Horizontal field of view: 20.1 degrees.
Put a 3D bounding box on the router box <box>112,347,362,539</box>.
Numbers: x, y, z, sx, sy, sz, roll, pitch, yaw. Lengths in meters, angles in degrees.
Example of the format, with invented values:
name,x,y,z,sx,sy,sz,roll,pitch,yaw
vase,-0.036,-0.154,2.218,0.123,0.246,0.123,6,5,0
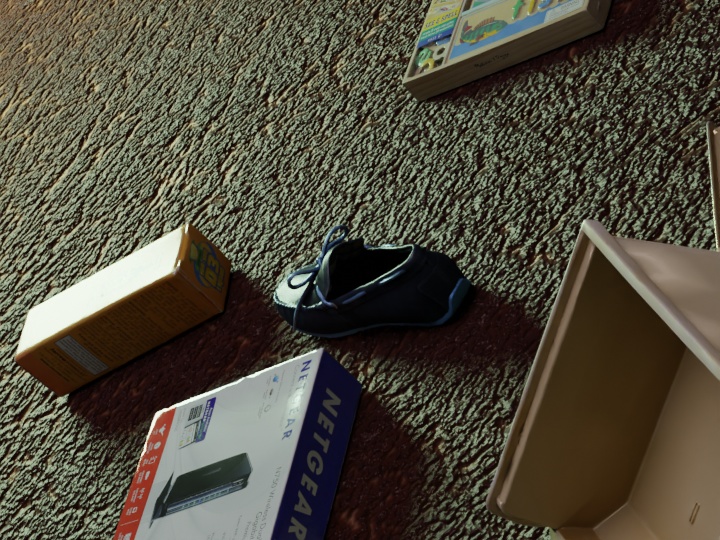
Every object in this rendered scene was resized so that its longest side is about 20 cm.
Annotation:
name,x,y,z,sx,sy,sz,roll,pitch,yaw
router box,-0.098,0.169,1.477,0.179,0.049,0.200,-23,36,35

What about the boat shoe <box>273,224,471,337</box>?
name,x,y,z,sx,sy,sz,roll,pitch,yaw
boat shoe,0.000,0.000,1.539,0.200,0.069,0.084,-12,44,45

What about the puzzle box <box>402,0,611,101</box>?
name,x,y,z,sx,sy,sz,roll,pitch,yaw
puzzle box,0.131,-0.223,1.692,0.200,0.025,0.133,-19,39,40

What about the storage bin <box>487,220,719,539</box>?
name,x,y,z,sx,sy,sz,roll,pitch,yaw
storage bin,0.166,0.111,1.059,0.200,0.093,0.199,54,132,54

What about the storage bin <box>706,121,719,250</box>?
name,x,y,z,sx,sy,sz,roll,pitch,yaw
storage bin,0.314,-0.054,1.179,0.200,0.094,0.199,-30,34,28

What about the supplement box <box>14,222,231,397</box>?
name,x,y,z,sx,sy,sz,roll,pitch,yaw
supplement box,-0.207,0.036,1.765,0.200,0.069,0.067,-29,34,31
